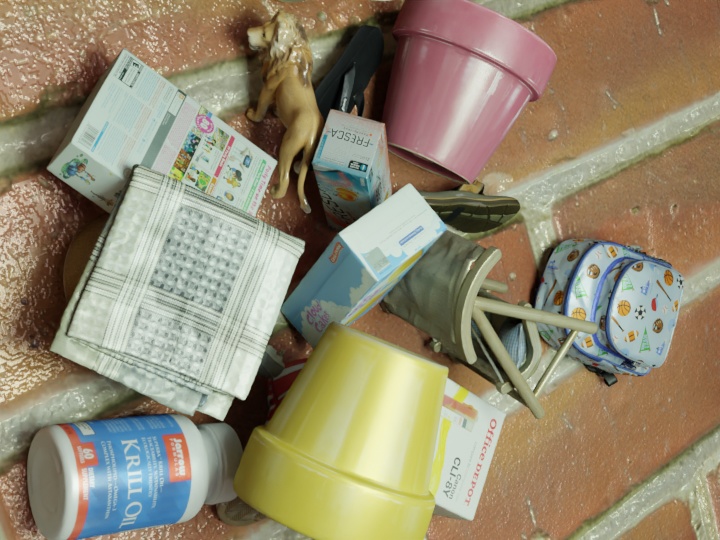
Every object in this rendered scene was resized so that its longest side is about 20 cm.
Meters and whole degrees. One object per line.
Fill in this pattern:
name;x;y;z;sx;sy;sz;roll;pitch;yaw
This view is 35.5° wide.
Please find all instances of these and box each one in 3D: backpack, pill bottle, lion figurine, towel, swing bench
backpack;0.336;0.047;1.540;0.189;0.154;0.202;17;81;-25
pill bottle;-0.221;0.202;1.126;0.198;0.112;0.114;-2;90;-37
lion figurine;-0.072;-0.176;1.222;0.072;0.123;0.201;-8;61;-34
towel;-0.169;0.026;1.070;0.191;0.034;0.202;25;85;-23
swing bench;0.131;0.047;1.329;0.199;0.199;0.131;34;88;-31

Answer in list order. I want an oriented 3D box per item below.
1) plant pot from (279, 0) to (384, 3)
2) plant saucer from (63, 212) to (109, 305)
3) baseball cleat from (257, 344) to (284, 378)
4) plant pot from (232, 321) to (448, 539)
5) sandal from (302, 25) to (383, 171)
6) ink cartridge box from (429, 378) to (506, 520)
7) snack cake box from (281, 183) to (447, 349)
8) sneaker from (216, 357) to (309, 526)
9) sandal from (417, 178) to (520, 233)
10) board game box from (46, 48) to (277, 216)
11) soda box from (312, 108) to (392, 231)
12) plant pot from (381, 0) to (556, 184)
plant pot;-0.040;-0.379;1.237;0.199;0.183;0.203;1;88;-36
plant saucer;-0.199;0.017;1.136;0.199;0.035;0.202;22;50;-29
baseball cleat;-0.179;0.091;1.198;0.199;0.070;0.107;29;77;-22
plant pot;-0.003;0.162;1.119;0.199;0.200;0.191;23;88;-34
sandal;-0.015;-0.206;1.318;0.202;0.042;0.076;-64;155;-20
ink cartridge box;0.068;0.198;1.363;0.199;0.083;0.147;32;70;-32
snack cake box;0.000;0.000;1.243;0.115;0.200;0.067;-37;83;-32
sneaker;-0.095;0.186;1.261;0.200;0.113;0.071;-47;122;5
sandal;0.123;-0.089;1.433;0.198;0.082;0.055;2;65;-30
board game box;-0.195;-0.106;1.138;0.199;0.064;0.149;36;47;-20
soda box;-0.006;-0.101;1.255;0.063;0.200;0.069;15;73;9
plant pot;0.112;-0.211;1.357;0.199;0.199;0.181;23;91;-34
